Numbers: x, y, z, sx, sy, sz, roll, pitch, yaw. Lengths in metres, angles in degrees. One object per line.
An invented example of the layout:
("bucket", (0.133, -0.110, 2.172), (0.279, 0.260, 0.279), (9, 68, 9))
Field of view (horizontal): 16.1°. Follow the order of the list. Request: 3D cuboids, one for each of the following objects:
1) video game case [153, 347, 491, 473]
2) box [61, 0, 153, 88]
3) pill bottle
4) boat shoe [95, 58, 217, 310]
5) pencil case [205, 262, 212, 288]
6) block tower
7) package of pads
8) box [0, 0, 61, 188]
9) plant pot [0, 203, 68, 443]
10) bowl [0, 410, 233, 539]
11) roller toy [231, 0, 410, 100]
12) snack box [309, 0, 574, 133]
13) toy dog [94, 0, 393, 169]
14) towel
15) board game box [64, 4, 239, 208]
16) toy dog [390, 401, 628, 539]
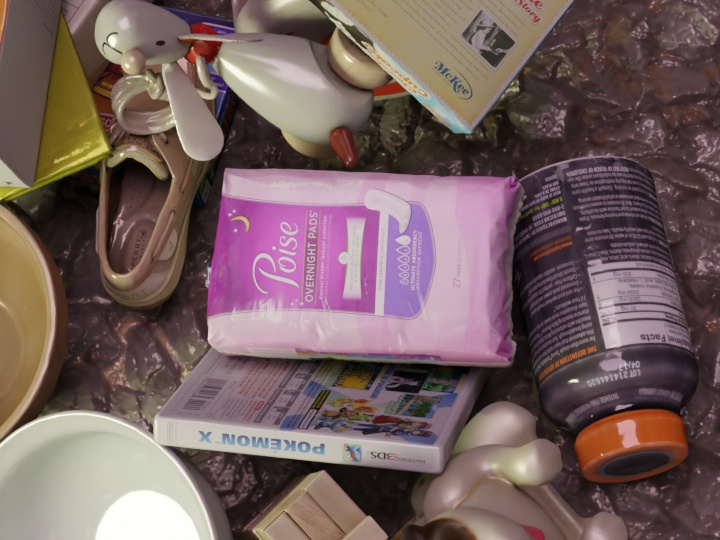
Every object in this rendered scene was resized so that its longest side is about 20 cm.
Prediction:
("video game case", (-0.019, 0.079, 1.636), (0.182, 0.200, 0.022), (5, 107, 11))
("box", (-0.228, -0.165, 1.772), (0.095, 0.078, 0.200), (31, 76, 18))
("pill bottle", (0.159, 0.035, 1.658), (0.106, 0.106, 0.200), (-12, 67, 4))
("boat shoe", (-0.143, -0.076, 1.733), (0.072, 0.065, 0.200), (5, 72, 10))
("pencil case", (0.000, 0.000, 1.705), (0.199, 0.090, 0.078), (7, 57, 11))
("block tower", (-0.033, 0.163, 1.582), (0.054, 0.200, 0.058), (-43, 92, -10))
("package of pads", (0.005, -0.003, 1.628), (0.199, 0.076, 0.121), (2, 81, 10))
("box", (-0.272, -0.164, 1.668), (0.124, 0.097, 0.201), (3, 74, 12))
("plant pot", (-0.283, 0.047, 1.719), (0.200, 0.093, 0.201), (-3, 78, 14))
("bowl", (-0.154, 0.186, 1.636), (0.201, 0.090, 0.202), (1, 92, 28))
("roller toy", (0.000, -0.213, 1.736), (0.182, 0.200, 0.140), (-10, 68, 11))
("snack box", (0.030, -0.195, 1.617), (0.200, 0.037, 0.116), (42, 80, -18))
("toy dog", (-0.069, -0.113, 1.640), (0.199, 0.132, 0.096), (-3, 47, -5))
("towel", (-0.236, -0.147, 1.717), (0.086, 0.018, 0.200), (-24, 70, 4))
("board game box", (-0.188, -0.130, 1.814), (0.200, 0.034, 0.136), (13, 71, 13))
("toy dog", (0.066, 0.180, 1.550), (0.194, 0.200, 0.140), (-29, 92, 8))
